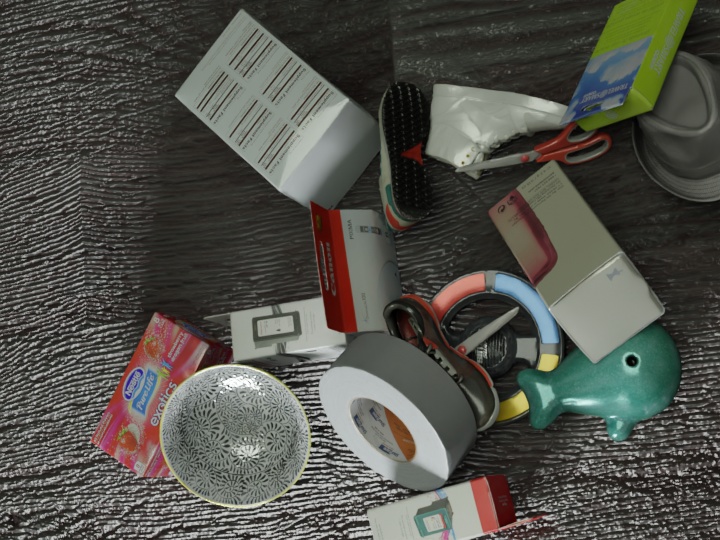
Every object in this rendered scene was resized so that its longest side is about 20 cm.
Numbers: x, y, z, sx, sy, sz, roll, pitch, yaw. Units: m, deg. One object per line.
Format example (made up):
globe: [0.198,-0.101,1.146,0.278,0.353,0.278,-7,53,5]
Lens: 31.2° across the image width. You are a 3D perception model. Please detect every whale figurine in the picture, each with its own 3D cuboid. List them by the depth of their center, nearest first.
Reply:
whale figurine: [0.290,0.127,1.562,0.197,0.104,0.162,-16,77,4]

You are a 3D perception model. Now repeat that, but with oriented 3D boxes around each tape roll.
tape roll: [0.045,0.175,1.592,0.199,0.202,0.066,33,56,20]

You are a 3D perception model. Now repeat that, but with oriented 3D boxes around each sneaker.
sneaker: [0.088,0.117,1.587,0.077,0.082,0.201,-46,70,17]
sneaker: [0.179,-0.172,1.675,0.197,0.073,0.118,10,90,27]
sneaker: [0.047,-0.146,1.702,0.069,0.093,0.203,3,69,-20]

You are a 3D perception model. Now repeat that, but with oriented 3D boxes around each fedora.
fedora: [0.398,-0.190,1.553,0.176,0.090,0.202,-39,48,18]

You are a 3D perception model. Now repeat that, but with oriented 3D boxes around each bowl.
bowl: [-0.158,0.199,1.702,0.197,0.094,0.204,1,109,4]

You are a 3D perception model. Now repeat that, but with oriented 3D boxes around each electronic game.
electronic game: [0.164,0.098,1.652,0.197,0.042,0.204,-2,82,18]

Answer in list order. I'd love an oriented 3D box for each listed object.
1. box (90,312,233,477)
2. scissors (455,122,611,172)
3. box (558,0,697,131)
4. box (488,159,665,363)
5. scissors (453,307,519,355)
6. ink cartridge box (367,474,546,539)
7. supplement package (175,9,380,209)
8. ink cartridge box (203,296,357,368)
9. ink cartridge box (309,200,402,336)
box: [-0.268,0.170,1.758,0.099,0.095,0.202,29,92,21]
scissors: [0.223,-0.142,1.650,0.198,0.073,0.014,-23,47,12]
box: [0.327,-0.254,1.572,0.047,0.121,0.202,37,65,-21]
box: [0.255,-0.013,1.547,0.108,0.128,0.201,-37,39,10]
scissors: [0.116,0.103,1.633,0.073,0.014,0.201,43,107,23]
ink cartridge box: [0.121,0.300,1.598,0.197,0.116,0.068,-18,78,15]
supplement package: [-0.098,-0.203,1.703,0.200,0.191,0.148,41,95,18]
ink cartridge box: [-0.095,0.085,1.701,0.197,0.116,0.069,-10,78,18]
ink cartridge box: [0.000,0.000,1.636,0.047,0.200,0.163,-11,79,18]
